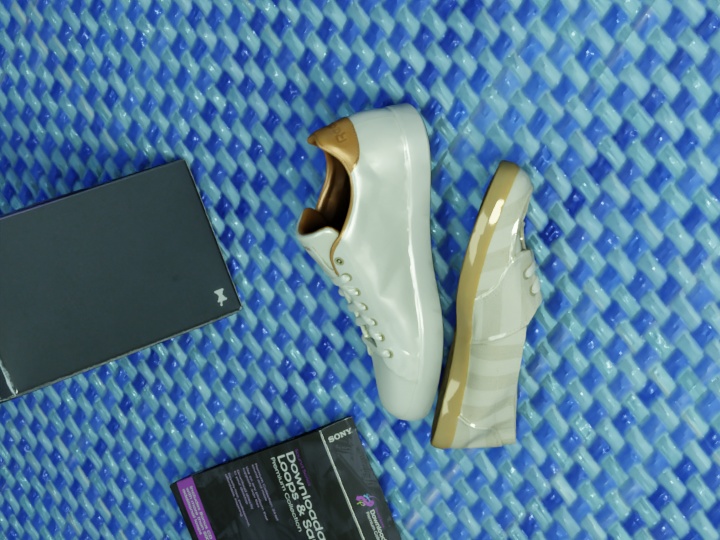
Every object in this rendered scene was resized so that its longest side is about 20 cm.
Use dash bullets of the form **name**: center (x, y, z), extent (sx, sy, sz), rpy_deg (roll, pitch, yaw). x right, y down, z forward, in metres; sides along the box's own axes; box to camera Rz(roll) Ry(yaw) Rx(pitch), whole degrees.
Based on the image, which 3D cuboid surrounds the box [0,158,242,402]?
- **box**: center (-0.227, 0.021, 1.634), extent (0.198, 0.200, 0.123), rpy_deg (-19, 92, 50)

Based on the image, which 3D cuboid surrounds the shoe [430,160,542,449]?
- **shoe**: center (0.083, 0.024, 1.395), extent (0.053, 0.070, 0.200), rpy_deg (12, 124, 4)

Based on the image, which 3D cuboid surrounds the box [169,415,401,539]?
- **box**: center (-0.045, 0.190, 1.632), extent (0.200, 0.036, 0.143), rpy_deg (-25, 88, 50)

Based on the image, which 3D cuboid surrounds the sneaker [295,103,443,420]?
- **sneaker**: center (0.000, 0.000, 1.441), extent (0.073, 0.085, 0.200), rpy_deg (-151, 53, -65)
